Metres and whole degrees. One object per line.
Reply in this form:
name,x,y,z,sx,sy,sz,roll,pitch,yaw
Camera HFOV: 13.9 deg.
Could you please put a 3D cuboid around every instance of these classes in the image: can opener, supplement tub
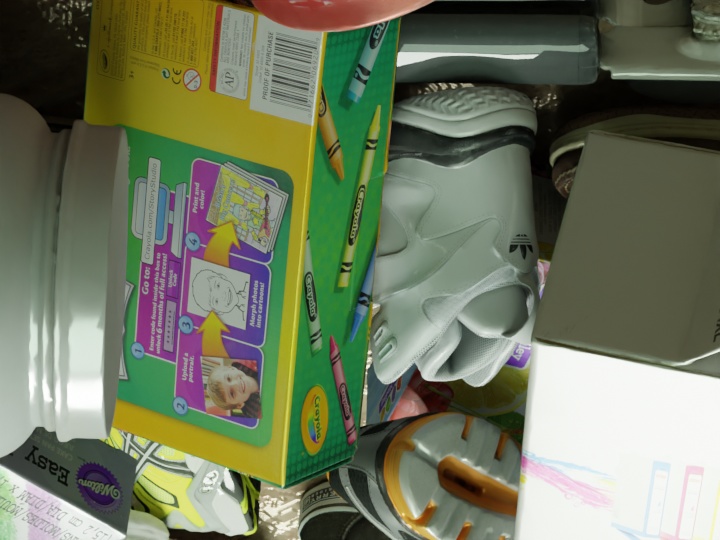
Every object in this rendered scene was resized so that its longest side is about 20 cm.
can opener,0.085,-0.093,1.246,0.200,0.053,0.067,3,138,0
supplement tub,-0.194,0.000,1.149,0.200,0.145,0.145,3,138,-1

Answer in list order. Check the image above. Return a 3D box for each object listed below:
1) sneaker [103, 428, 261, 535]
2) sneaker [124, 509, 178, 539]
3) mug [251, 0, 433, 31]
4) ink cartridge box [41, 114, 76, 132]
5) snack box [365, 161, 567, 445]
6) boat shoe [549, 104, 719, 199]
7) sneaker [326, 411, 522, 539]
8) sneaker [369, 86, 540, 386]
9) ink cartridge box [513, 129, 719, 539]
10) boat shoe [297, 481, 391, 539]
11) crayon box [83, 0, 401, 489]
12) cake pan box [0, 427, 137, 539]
sneaker,-0.102,0.063,1.413,0.076,0.076,0.200,-6,135,9
sneaker,-0.107,0.177,1.489,0.075,0.089,0.200,3,165,26
mug,-0.046,-0.198,1.088,0.177,0.134,0.200,-18,130,19
ink cartridge box,-0.208,0.014,1.365,0.164,0.075,0.200,8,136,-4
snack box,0.121,0.042,1.381,0.200,0.068,0.169,13,137,-12
boat shoe,0.180,-0.020,1.292,0.202,0.075,0.075,8,159,-5
sneaker,0.066,0.115,1.373,0.077,0.078,0.200,2,154,47
sneaker,0.000,0.000,1.282,0.200,0.115,0.075,-20,164,40
ink cartridge box,0.137,0.044,1.229,0.125,0.129,0.200,10,137,8
boat shoe,0.031,0.189,1.549,0.071,0.064,0.200,-25,130,28
crayon box,-0.055,-0.023,1.228,0.119,0.058,0.200,17,111,31
cake pan box,-0.225,0.104,1.321,0.200,0.052,0.184,32,130,-26
